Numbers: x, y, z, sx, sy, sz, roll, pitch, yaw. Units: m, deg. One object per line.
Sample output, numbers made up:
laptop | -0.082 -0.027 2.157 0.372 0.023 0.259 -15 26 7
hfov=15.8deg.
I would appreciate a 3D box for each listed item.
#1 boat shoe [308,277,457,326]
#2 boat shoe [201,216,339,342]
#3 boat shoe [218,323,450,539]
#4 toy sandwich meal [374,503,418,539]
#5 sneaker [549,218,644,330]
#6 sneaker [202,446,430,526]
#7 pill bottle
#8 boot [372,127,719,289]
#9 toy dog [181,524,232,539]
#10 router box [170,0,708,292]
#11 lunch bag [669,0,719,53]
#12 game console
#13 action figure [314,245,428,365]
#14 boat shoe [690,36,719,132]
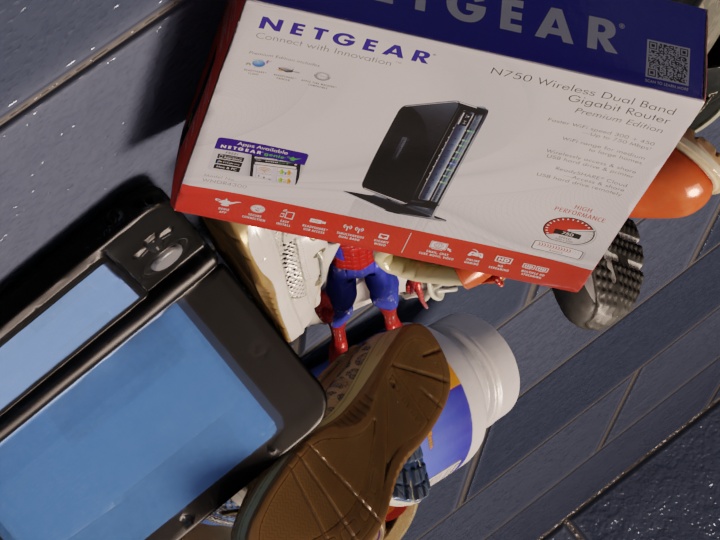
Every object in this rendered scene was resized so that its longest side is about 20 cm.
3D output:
boat shoe | 0.045 -0.015 1.584 0.200 0.066 0.072 -33 166 -25
boat shoe | -0.036 -0.020 1.343 0.069 0.071 0.200 -38 166 -7
boat shoe | -0.019 0.105 1.428 0.063 0.073 0.200 -11 -155 40
toy sandwich meal | -0.059 0.152 1.647 0.205 0.205 0.070 -46 -153 27
sneaker | 0.078 -0.047 1.314 0.080 0.201 0.074 -34 146 19
sneaker | -0.035 0.115 1.529 0.085 0.077 0.200 -24 165 31
pill bottle | 0.016 0.103 1.791 0.200 0.112 0.112 -29 163 -39
boot | 0.098 -0.033 1.373 0.075 0.199 0.108 49 54 -43
toy dog | -0.075 0.223 1.547 0.140 0.200 0.194 -46 149 -2
router box | 0.029 -0.069 1.145 0.180 0.199 0.049 116 -17 -59
lunch bag | 0.137 -0.165 1.227 0.200 0.117 0.164 -50 172 -28
game console | -0.133 0.075 1.296 0.200 0.116 0.176 -40 167 -2
action figure | 0.000 0.000 1.478 0.065 0.052 0.200 -14 145 -2
boat shoe | 0.206 -0.148 1.572 0.066 0.075 0.200 -25 160 -39
